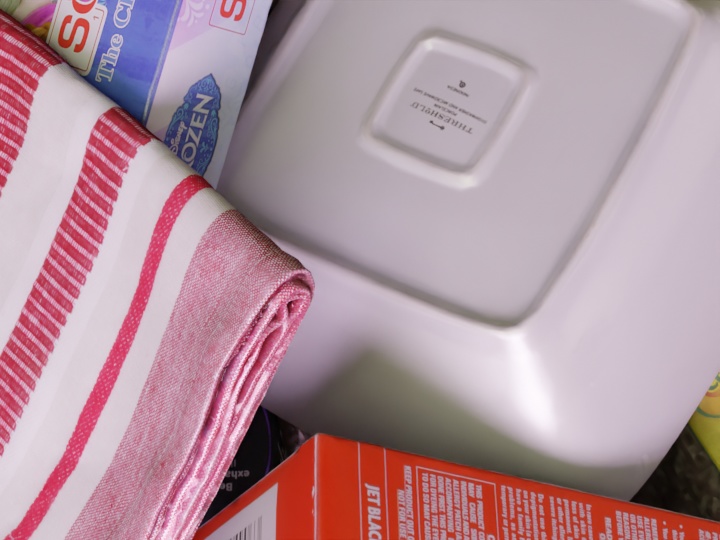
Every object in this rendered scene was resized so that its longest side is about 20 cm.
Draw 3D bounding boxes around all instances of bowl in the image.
[{"bbox_3d":[0.035,-0.037,0.724,0.200,0.075,0.200,25,74,27],"label":"bowl"}]

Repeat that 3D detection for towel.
[{"bbox_3d":[-0.106,0.012,0.677,0.200,0.023,0.144,40,109,38],"label":"towel"}]

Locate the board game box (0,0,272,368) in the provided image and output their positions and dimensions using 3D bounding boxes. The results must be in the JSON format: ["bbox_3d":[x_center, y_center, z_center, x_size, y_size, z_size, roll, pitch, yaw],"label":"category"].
[{"bbox_3d":[-0.115,-0.088,0.744,0.199,0.041,0.200,21,97,42],"label":"board game box"}]

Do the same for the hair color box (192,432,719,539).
[{"bbox_3d":[0.048,0.115,0.684,0.111,0.200,0.064,-41,41,49],"label":"hair color box"}]

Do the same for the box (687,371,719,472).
[{"bbox_3d":[0.185,0.058,0.734,0.117,0.048,0.200,-37,75,16],"label":"box"}]

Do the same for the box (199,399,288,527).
[{"bbox_3d":[-0.083,0.151,0.750,0.122,0.106,0.200,-2,59,5],"label":"box"}]
